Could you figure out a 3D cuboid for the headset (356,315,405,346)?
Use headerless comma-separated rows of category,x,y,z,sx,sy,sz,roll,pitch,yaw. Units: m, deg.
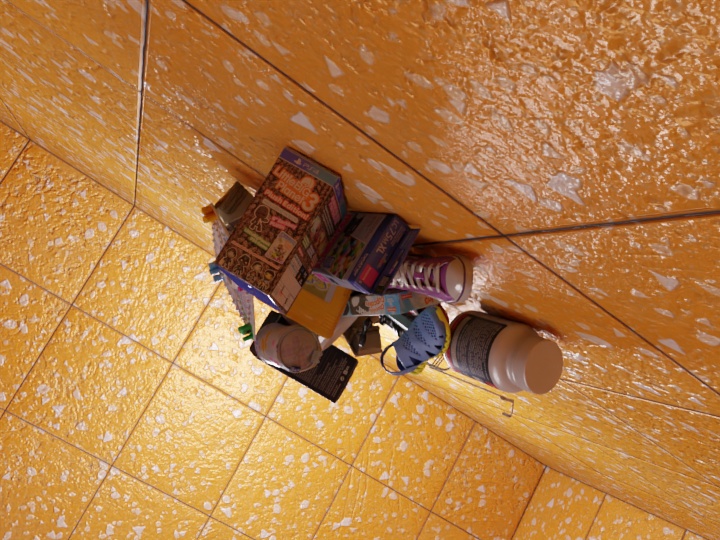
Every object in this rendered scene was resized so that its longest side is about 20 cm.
headset,0.080,0.119,1.524,0.198,0.095,0.123,3,-158,-42

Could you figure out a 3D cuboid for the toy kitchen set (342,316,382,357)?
toy kitchen set,-0.001,0.066,1.549,0.197,0.182,0.164,-5,-137,-30

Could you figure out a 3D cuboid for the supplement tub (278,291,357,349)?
supplement tub,-0.101,0.043,1.403,0.200,0.145,0.145,45,172,8

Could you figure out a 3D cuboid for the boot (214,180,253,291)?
boot,-0.258,-0.066,1.465,0.155,0.201,0.073,36,-173,-23

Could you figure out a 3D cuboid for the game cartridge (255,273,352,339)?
game cartridge,-0.088,-0.010,1.237,0.174,0.203,0.032,27,-171,17

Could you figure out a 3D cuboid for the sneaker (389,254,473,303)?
sneaker,0.083,0.011,1.066,0.112,0.074,0.200,1,-179,-23

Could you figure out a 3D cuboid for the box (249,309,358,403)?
box,-0.124,0.180,1.508,0.198,0.105,0.148,32,173,-14

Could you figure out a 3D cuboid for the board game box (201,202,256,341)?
board game box,-0.251,0.008,1.344,0.201,0.026,0.201,57,156,31

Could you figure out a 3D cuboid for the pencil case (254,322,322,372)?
pencil case,-0.138,0.141,1.323,0.089,0.085,0.199,9,174,-21

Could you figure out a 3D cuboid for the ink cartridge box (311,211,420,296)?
ink cartridge box,0.003,-0.030,1.088,0.042,0.120,0.199,37,169,-29

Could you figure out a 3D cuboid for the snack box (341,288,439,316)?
snack box,0.048,0.051,1.238,0.115,0.038,0.199,-12,-177,-37

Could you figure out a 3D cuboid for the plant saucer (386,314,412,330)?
plant saucer,0.062,0.086,1.423,0.199,0.019,0.070,36,174,44

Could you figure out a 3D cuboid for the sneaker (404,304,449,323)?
sneaker,0.129,0.072,1.360,0.199,0.072,0.112,40,170,-33

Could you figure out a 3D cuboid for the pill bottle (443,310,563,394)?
pill bottle,0.246,0.144,1.224,0.119,0.121,0.199,36,169,-30

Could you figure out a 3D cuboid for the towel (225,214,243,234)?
towel,-0.146,-0.049,1.343,0.199,0.146,0.024,39,134,17

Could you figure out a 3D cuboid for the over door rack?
over door rack,0.237,0.184,1.400,0.198,0.067,0.147,31,-153,15

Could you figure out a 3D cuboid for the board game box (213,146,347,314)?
board game box,-0.114,-0.054,1.075,0.096,0.202,0.160,29,170,10

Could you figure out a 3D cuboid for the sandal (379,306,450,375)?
sandal,0.097,0.137,1.283,0.080,0.086,0.201,64,147,30
